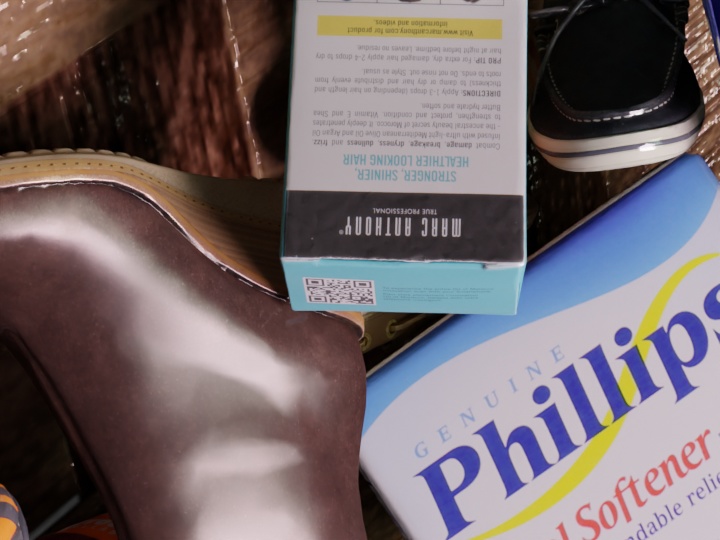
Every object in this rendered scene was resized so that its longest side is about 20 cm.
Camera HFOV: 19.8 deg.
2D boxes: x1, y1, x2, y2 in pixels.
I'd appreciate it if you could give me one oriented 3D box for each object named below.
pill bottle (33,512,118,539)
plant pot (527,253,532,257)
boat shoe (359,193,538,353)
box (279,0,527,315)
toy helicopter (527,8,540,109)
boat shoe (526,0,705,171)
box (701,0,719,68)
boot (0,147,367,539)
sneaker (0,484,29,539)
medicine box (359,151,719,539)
[{"bbox_3d":[-0.105,0.153,0.740,0.199,0.113,0.115,-18,117,-49],"label":"pill bottle"},{"bbox_3d":[0.153,0.086,1.005,0.175,0.199,0.202,17,90,-44],"label":"plant pot"},{"bbox_3d":[0.000,0.000,0.865,0.199,0.074,0.067,-16,128,-47],"label":"boat shoe"},{"bbox_3d":[0.018,-0.087,0.722,0.049,0.081,0.202,85,7,-69],"label":"box"},{"bbox_3d":[0.040,-0.103,0.879,0.200,0.078,0.134,-8,95,-65],"label":"toy helicopter"},{"bbox_3d":[0.105,-0.098,0.865,0.200,0.074,0.063,-74,154,-60],"label":"boat shoe"},{"bbox_3d":[0.189,-0.034,0.844,0.120,0.041,0.201,-89,155,-54],"label":"box"},{"bbox_3d":[-0.078,0.049,0.694,0.198,0.072,0.168,1,74,-35],"label":"boot"},{"bbox_3d":[-0.192,0.076,0.604,0.199,0.077,0.113,-20,118,-33],"label":"sneaker"},{"bbox_3d":[0.112,0.087,0.843,0.181,0.201,0.103,-35,178,-3],"label":"medicine box"}]
